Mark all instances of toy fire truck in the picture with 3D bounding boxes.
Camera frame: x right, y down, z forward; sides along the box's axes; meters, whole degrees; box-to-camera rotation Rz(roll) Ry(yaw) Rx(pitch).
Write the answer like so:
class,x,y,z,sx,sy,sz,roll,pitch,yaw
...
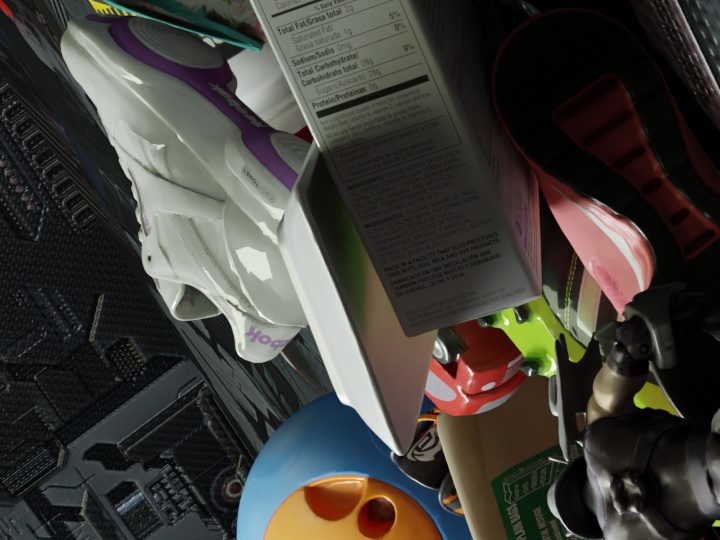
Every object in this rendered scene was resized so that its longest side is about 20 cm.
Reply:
class,x,y,z,sx,sy,sz,roll,pitch,yaw
toy fire truck,0.000,0.000,1.209,0.200,0.049,0.141,47,158,20

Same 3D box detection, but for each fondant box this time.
class,x,y,z,sx,sy,sz,roll,pitch,yaw
fondant box,0.008,-0.099,0.983,0.145,0.058,0.201,-86,-24,-56

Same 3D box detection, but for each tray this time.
class,x,y,z,sx,sy,sz,roll,pitch,yaw
tray,0.000,-0.011,1.011,0.200,0.022,0.108,-72,-37,-69

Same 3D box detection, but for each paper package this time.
class,x,y,z,sx,sy,sz,roll,pitch,yaw
paper package,0.131,0.162,1.288,0.191,0.103,0.200,58,-173,-26

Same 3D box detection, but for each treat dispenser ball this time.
class,x,y,z,sx,sy,sz,roll,pitch,yaw
treat dispenser ball,0.018,0.174,1.754,0.201,0.201,0.201,52,171,11

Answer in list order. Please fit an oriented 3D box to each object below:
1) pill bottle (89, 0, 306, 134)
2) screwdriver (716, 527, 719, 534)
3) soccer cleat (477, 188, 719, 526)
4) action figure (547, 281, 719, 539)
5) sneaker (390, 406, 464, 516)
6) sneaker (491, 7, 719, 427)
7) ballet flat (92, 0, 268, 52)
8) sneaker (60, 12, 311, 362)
class,x,y,z,sx,sy,sz,roll,pitch,yaw
pill bottle,-0.080,-0.153,1.302,0.200,0.112,0.112,56,171,-17
screwdriver,0.166,0.106,1.276,0.200,0.028,0.029,54,157,-8
soccer cleat,0.106,0.018,1.065,0.200,0.081,0.068,49,158,26
action figure,0.135,0.066,0.896,0.200,0.069,0.131,-17,97,48
sneaker,0.062,0.061,1.381,0.078,0.112,0.200,43,166,49
sneaker,0.122,-0.007,0.995,0.201,0.074,0.087,59,-178,11
ballet flat,-0.117,-0.152,1.211,0.199,0.064,0.076,16,179,17
sneaker,-0.080,-0.040,1.145,0.075,0.100,0.200,7,-150,-45
